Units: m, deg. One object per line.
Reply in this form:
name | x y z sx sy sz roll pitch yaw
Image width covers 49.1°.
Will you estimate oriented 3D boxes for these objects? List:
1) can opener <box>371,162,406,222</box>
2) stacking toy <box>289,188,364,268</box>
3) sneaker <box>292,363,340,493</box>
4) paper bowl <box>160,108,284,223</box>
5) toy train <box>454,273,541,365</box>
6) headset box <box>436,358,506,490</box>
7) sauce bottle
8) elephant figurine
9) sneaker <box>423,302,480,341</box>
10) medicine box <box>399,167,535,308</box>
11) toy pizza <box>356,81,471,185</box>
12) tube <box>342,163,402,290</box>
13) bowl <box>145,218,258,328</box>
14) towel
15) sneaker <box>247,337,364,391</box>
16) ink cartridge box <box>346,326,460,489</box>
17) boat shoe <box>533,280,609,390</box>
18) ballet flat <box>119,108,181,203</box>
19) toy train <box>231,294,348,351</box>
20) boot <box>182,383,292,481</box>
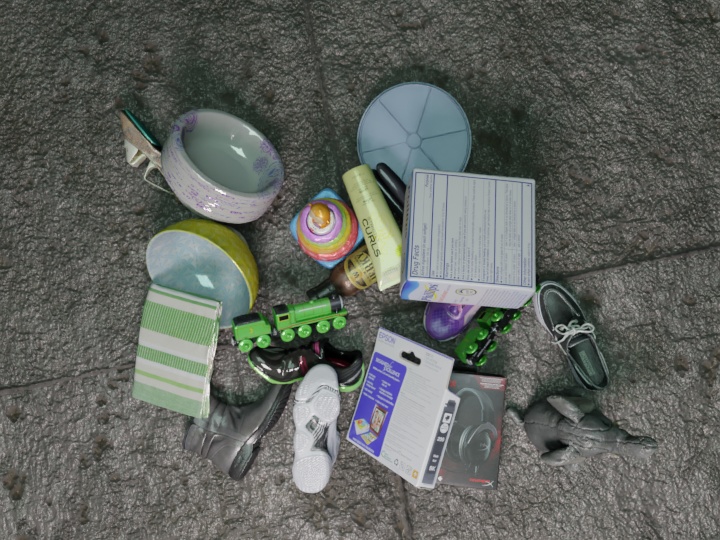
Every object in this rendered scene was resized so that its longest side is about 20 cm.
can opener | 0.088 -0.100 1.333 0.200 0.063 0.079 42 47 -4
stacking toy | -0.059 -0.077 1.275 0.110 0.200 0.116 -45 86 -2
sneaker | -0.070 0.250 1.288 0.074 0.115 0.203 5 89 3
paper bowl | -0.234 -0.162 1.305 0.201 0.200 0.104 46 127 5
toy train | 0.227 0.076 1.303 0.200 0.056 0.042 -49 115 -20
headset box | 0.158 0.247 1.301 0.147 0.077 0.203 6 87 3
sauce bottle | 0.000 0.000 1.335 0.199 0.065 0.065 -36 85 0
elephant figurine | 0.338 0.248 1.230 0.154 0.200 0.142 -32 85 -1
sneaker | 0.182 0.034 1.312 0.080 0.088 0.200 44 89 4
medicine box | 0.166 -0.048 1.229 0.197 0.103 0.185 5 71 -1
toy pizza | 0.092 -0.222 1.362 0.197 0.032 0.203 0 92 3
tube | 0.030 -0.074 1.291 0.058 0.052 0.202 -29 79 44
bowl | -0.244 -0.013 1.313 0.199 0.201 0.108 29 44 5
towel | -0.304 0.132 1.308 0.151 0.023 0.203 13 100 19
sneaker | -0.088 0.143 1.303 0.197 0.077 0.085 7 123 -12
ink cartridge box | 0.071 0.211 1.253 0.043 0.197 0.203 14 93 -36
boat shoe | 0.352 0.108 1.308 0.073 0.068 0.202 -22 84 0
ballet flat | -0.363 -0.193 1.366 0.200 0.068 0.067 44 91 6
toy train | -0.114 0.081 1.277 0.198 0.042 0.057 -13 120 -16
boot | -0.209 0.238 1.324 0.131 0.070 0.201 30 82 11
